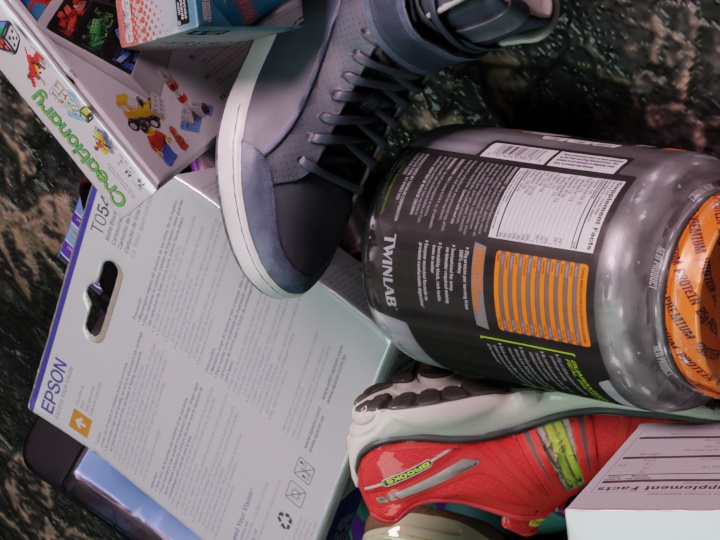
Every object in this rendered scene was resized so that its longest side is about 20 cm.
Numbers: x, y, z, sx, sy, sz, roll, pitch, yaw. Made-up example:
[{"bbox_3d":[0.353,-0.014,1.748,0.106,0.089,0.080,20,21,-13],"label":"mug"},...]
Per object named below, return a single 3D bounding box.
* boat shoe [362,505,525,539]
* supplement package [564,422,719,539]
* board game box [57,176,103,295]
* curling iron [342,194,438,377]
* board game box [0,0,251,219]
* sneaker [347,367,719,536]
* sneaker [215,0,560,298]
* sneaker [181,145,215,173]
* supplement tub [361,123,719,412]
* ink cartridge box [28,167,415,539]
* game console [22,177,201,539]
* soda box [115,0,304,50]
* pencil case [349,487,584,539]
[{"bbox_3d":[0.093,0.183,1.442,0.199,0.076,0.072,13,153,-3],"label":"boat shoe"},{"bbox_3d":[0.191,0.179,1.244,0.155,0.111,0.201,-2,106,24],"label":"supplement package"},{"bbox_3d":[-0.084,0.016,1.627,0.200,0.034,0.135,42,147,9],"label":"board game box"},{"bbox_3d":[0.000,0.000,1.468,0.050,0.026,0.200,-24,83,31],"label":"curling iron"},{"bbox_3d":[-0.097,-0.122,1.356,0.035,0.200,0.126,-35,95,38],"label":"board game box"},{"bbox_3d":[0.093,0.089,1.385,0.077,0.199,0.085,-104,10,-74],"label":"sneaker"},{"bbox_3d":[0.013,-0.086,1.298,0.146,0.203,0.077,1,167,43],"label":"sneaker"},{"bbox_3d":[-0.124,-0.090,1.520,0.200,0.088,0.081,43,148,10],"label":"sneaker"},{"bbox_3d":[0.109,-0.001,1.314,0.200,0.123,0.123,11,132,42],"label":"supplement tub"},{"bbox_3d":[-0.073,0.049,1.485,0.200,0.041,0.200,36,127,20],"label":"ink cartridge box"},{"bbox_3d":[-0.104,0.074,1.564,0.200,0.173,0.119,31,180,28],"label":"game console"},{"bbox_3d":[-0.079,-0.206,1.295,0.068,0.063,0.201,-8,88,52],"label":"soda box"},{"bbox_3d":[0.067,0.115,1.513,0.200,0.085,0.093,-39,56,57],"label":"pencil case"}]
